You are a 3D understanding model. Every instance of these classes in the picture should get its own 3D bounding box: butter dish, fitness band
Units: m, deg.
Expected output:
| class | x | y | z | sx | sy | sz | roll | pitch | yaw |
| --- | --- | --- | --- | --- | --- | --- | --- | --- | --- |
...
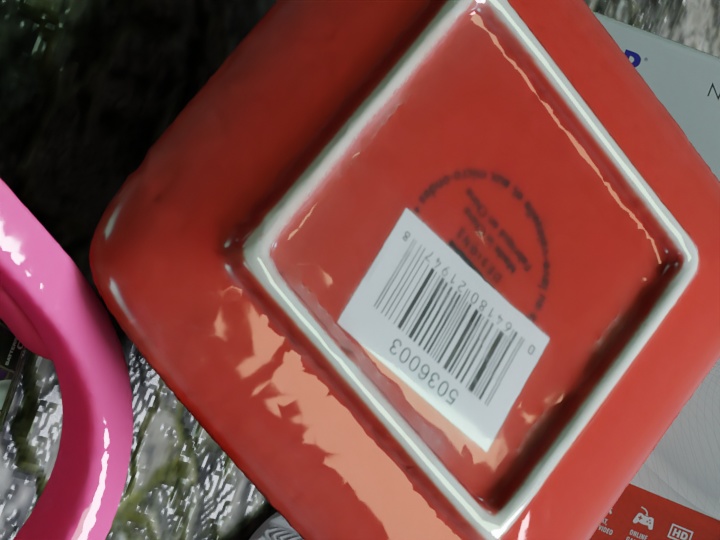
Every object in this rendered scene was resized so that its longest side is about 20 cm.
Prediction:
| class | x | y | z | sx | sy | sz | roll | pitch | yaw |
| --- | --- | --- | --- | --- | --- | --- | --- | --- | --- |
| butter dish | 0.000 | 0.000 | 0.862 | 0.200 | 0.148 | 0.200 | 50 | 62 | -22 |
| fitness band | -0.134 | 0.045 | 0.733 | 0.144 | 0.037 | 0.200 | -56 | 144 | -18 |

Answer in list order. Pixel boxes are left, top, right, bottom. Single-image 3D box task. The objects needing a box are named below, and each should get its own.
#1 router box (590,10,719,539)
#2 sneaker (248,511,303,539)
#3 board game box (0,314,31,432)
| class | x | y | z | sx | sy | sz | roll | pitch | yaw |
| --- | --- | --- | --- | --- | --- | --- | --- | --- | --- |
| router box | 0.090 | 0.006 | 0.944 | 0.049 | 0.200 | 0.180 | 34 | 77 | -77 |
| sneaker | -0.035 | 0.174 | 0.983 | 0.200 | 0.077 | 0.112 | -58 | 173 | -45 |
| board game box | -0.168 | 0.089 | 0.767 | 0.120 | 0.032 | 0.200 | 18 | 93 | -54 |
